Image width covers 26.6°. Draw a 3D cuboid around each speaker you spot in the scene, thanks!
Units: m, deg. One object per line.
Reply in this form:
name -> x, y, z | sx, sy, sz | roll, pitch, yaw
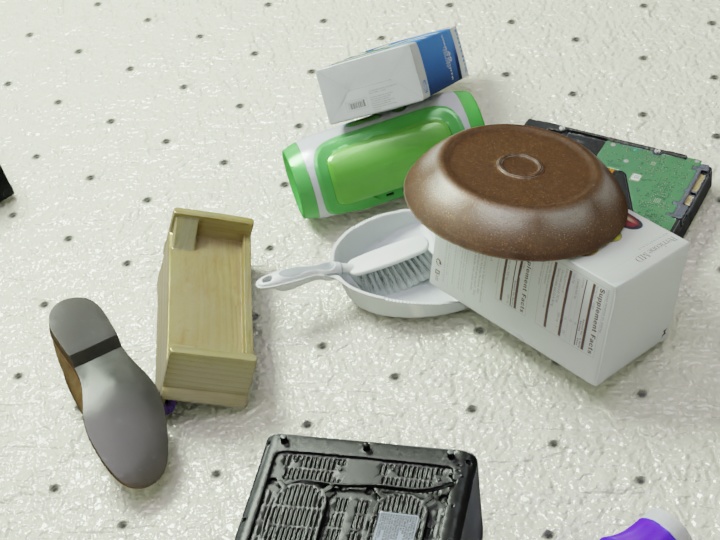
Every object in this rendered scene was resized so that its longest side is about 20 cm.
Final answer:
speaker -> 0.026, -0.118, 1.541 | 0.199, 0.089, 0.089 | -18, 45, -6

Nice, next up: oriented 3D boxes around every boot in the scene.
boot -> -0.229, 0.122, 1.393 | 0.073, 0.076, 0.200 | -17, 59, -23

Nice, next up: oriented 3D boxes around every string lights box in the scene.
string lights box -> 0.037, -0.203, 1.565 | 0.102, 0.059, 0.200 | -13, 10, 19

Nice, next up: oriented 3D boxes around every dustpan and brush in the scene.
dustpan and brush -> 0.000, 0.000, 1.455 | 0.199, 0.057, 0.140 | -18, 46, -5

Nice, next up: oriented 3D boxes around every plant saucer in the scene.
plant saucer -> 0.139, -0.079, 1.340 | 0.200, 0.037, 0.201 | 4, 35, -2

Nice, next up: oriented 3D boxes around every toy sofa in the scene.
toy sofa -> -0.147, 0.043, 1.445 | 0.083, 0.098, 0.200 | 7, 43, -13

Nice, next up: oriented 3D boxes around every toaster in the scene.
toaster -> -0.003, 0.237, 1.187 | 0.180, 0.119, 0.200 | 2, 47, 16

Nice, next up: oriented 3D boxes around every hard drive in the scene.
hard drive -> 0.227, -0.074, 1.493 | 0.200, 0.038, 0.140 | 15, 52, 26

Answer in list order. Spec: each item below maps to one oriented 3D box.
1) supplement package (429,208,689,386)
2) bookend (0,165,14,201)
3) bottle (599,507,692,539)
supplement package -> 0.176, -0.007, 1.368 | 0.200, 0.110, 0.114 | 32, 43, 33
bookend -> -0.517, -0.110, 1.655 | 0.200, 0.092, 0.199 | -34, 47, -18
bottle -> 0.173, 0.260, 1.157 | 0.200, 0.065, 0.083 | -38, 27, -22
